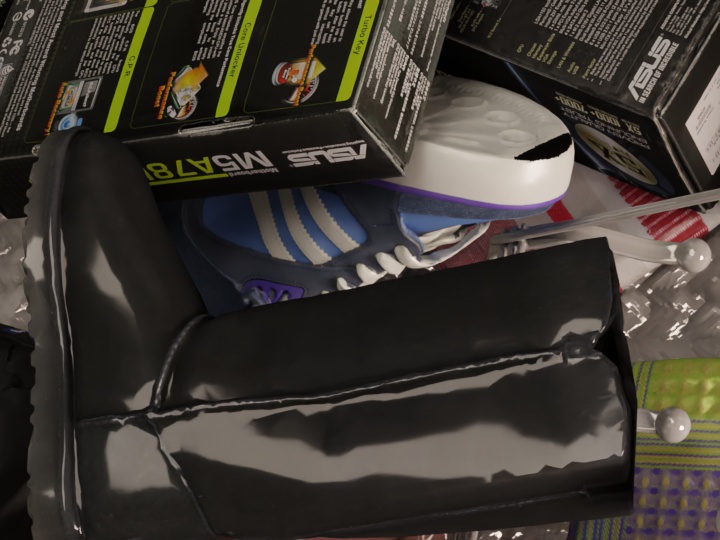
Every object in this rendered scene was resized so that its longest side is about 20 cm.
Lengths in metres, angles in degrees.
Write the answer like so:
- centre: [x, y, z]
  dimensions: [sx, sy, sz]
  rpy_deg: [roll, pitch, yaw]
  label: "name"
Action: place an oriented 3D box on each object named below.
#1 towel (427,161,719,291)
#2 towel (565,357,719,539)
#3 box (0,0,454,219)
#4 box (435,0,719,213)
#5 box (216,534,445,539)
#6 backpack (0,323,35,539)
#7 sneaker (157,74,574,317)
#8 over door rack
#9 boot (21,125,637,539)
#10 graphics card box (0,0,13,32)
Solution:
- centre: [0.106, -0.070, 0.917]
  dimensions: [0.200, 0.023, 0.144]
  rpy_deg: [-35, 58, 6]
  label: "towel"
- centre: [0.138, 0.127, 0.809]
  dimensions: [0.143, 0.023, 0.200]
  rpy_deg: [-1, 65, 25]
  label: "towel"
- centre: [-0.048, -0.119, 0.865]
  dimensions: [0.193, 0.048, 0.200]
  rpy_deg: [-4, 55, 31]
  label: "box"
- centre: [0.110, -0.148, 0.889]
  dimensions: [0.164, 0.086, 0.200]
  rpy_deg: [25, 78, 30]
  label: "box"
- centre: [-0.055, 0.124, 0.807]
  dimensions: [0.075, 0.100, 0.200]
  rpy_deg: [26, 54, 27]
  label: "box"
- centre: [-0.165, 0.078, 0.896]
  dimensions: [0.200, 0.163, 0.154]
  rpy_deg: [27, 94, 38]
  label: "backpack"
- centre: [0.000, 0.000, 0.881]
  dimensions: [0.200, 0.081, 0.147]
  rpy_deg: [13, 115, 37]
  label: "sneaker"
- centre: [0.106, 0.043, 0.783]
  dimensions: [0.200, 0.067, 0.148]
  rpy_deg: [-21, 54, 57]
  label: "over door rack"
- centre: [-0.010, 0.013, 0.752]
  dimensions: [0.200, 0.066, 0.165]
  rpy_deg: [-10, 69, 16]
  label: "boot"
- centre: [-0.159, -0.149, 1.013]
  dimensions: [0.051, 0.125, 0.200]
  rpy_deg: [9, 71, 24]
  label: "graphics card box"
